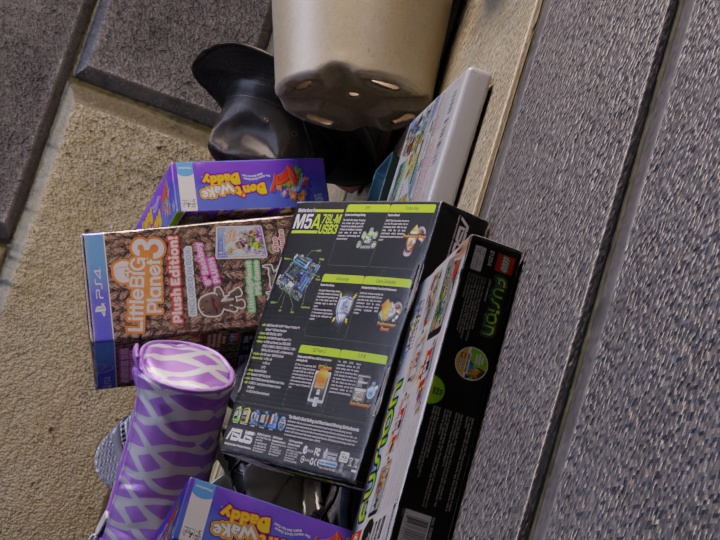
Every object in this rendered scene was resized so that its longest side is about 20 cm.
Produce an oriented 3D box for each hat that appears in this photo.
[{"bbox_3d":[-0.083,-0.114,1.799,0.081,0.200,0.201,-58,4,-21],"label":"hat"}]

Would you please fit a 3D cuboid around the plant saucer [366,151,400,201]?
[{"bbox_3d":[0.000,0.000,1.680,0.070,0.019,0.200,137,152,-73],"label":"plant saucer"}]

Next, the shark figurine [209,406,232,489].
[{"bbox_3d":[-0.079,0.193,1.647,0.090,0.128,0.215,-45,-29,-41],"label":"shark figurine"}]

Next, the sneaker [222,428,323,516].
[{"bbox_3d":[-0.070,0.162,1.518,0.076,0.091,0.200,-37,35,59],"label":"sneaker"}]

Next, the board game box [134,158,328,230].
[{"bbox_3d":[-0.121,-0.041,1.751,0.200,0.134,0.045,132,133,-65],"label":"board game box"}]

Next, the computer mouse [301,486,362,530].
[{"bbox_3d":[-0.021,0.112,1.406,0.140,0.046,0.201,-150,72,-81],"label":"computer mouse"}]

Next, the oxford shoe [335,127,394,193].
[{"bbox_3d":[-0.011,-0.133,1.844,0.200,0.075,0.071,126,163,-60],"label":"oxford shoe"}]

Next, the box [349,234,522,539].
[{"bbox_3d":[0.041,0.088,1.174,0.110,0.035,0.200,132,156,-69],"label":"box"}]

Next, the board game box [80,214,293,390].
[{"bbox_3d":[-0.136,0.029,1.700,0.159,0.199,0.097,111,153,-71],"label":"board game box"}]

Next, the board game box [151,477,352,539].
[{"bbox_3d":[-0.079,0.214,1.318,0.200,0.134,0.045,122,165,-57],"label":"board game box"}]

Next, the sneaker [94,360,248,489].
[{"bbox_3d":[-0.131,0.143,1.725,0.075,0.200,0.115,63,177,15],"label":"sneaker"}]

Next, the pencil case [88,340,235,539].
[{"bbox_3d":[-0.159,0.152,1.552,0.084,0.085,0.200,-104,29,-65],"label":"pencil case"}]

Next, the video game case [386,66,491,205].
[{"bbox_3d":[0.041,-0.040,1.499,0.182,0.022,0.200,144,143,-75],"label":"video game case"}]

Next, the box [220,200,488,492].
[{"bbox_3d":[-0.009,0.048,1.343,0.200,0.047,0.194,2,70,59],"label":"box"}]

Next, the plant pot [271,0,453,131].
[{"bbox_3d":[0.000,-0.225,1.680,0.200,0.200,0.184,131,146,-68],"label":"plant pot"}]
